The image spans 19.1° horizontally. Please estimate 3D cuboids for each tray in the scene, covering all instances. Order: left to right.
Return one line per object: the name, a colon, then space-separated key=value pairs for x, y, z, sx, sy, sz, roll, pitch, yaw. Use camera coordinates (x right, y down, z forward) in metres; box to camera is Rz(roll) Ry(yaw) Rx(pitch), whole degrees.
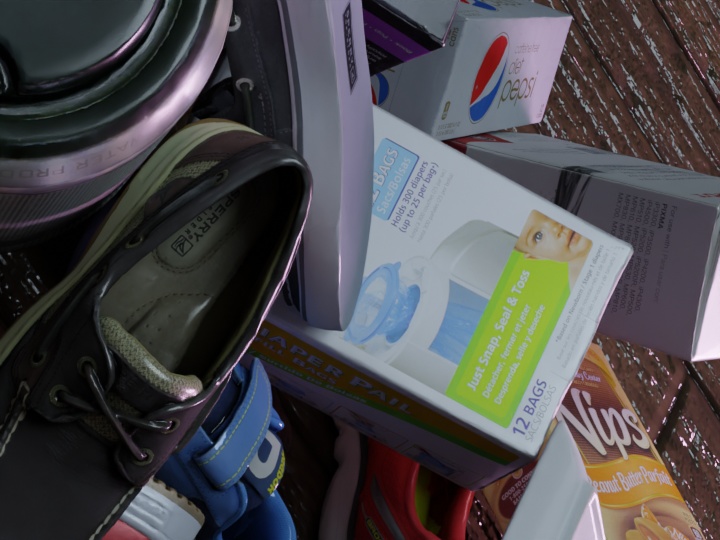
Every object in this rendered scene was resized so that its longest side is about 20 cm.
tray: x=0.093 y=0.174 z=0.928 sx=0.108 sy=0.022 sz=0.201 roll=-60 pitch=145 yaw=-45

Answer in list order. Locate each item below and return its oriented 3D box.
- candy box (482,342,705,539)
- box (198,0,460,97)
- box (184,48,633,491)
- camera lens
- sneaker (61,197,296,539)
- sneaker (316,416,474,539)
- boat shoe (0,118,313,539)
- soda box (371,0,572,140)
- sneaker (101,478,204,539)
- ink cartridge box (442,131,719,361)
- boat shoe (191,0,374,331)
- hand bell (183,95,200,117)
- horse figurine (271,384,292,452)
candy box: x=0.118 y=0.117 z=1.126 sx=0.115 sy=0.055 sz=0.201 roll=22 pitch=34 yaw=-46
box: x=-0.063 y=-0.126 z=0.933 sx=0.143 sy=0.200 sz=0.036 roll=30 pitch=70 yaw=-22
box: x=0.000 y=0.000 z=0.954 sx=0.199 sy=0.101 sz=0.113 roll=29 pitch=72 yaw=-5
camera lens: x=-0.140 y=-0.094 z=0.790 sx=0.159 sy=0.200 sz=0.161 roll=3 pitch=80 yaw=-16
sneaker: x=-0.071 y=0.052 z=0.867 sx=0.074 sy=0.082 sz=0.201 roll=-57 pitch=152 yaw=-37
sneaker: x=0.034 y=0.077 z=1.065 sx=0.077 sy=0.085 sz=0.201 roll=33 pitch=47 yaw=-40
boat shoe: x=-0.085 y=0.032 z=0.757 sx=0.073 sy=0.065 sz=0.201 roll=33 pitch=80 yaw=-22
soda box: x=0.053 y=-0.117 z=1.165 sx=0.200 sy=0.063 sz=0.068 roll=-19 pitch=128 yaw=-68
sneaker: x=-0.168 y=0.093 z=0.796 sx=0.199 sy=0.071 sz=0.113 roll=30 pitch=74 yaw=-10
ink cartridge box: x=0.133 y=-0.017 z=1.144 sx=0.146 sy=0.199 sz=0.083 roll=-1 pitch=104 yaw=-53
boat shoe: x=-0.035 y=-0.068 z=0.839 sx=0.070 sy=0.066 sz=0.201 roll=-68 pitch=157 yaw=-54
hand bell: x=-0.054 y=-0.135 z=1.088 sx=0.104 sy=0.104 sz=0.200 roll=54 pitch=48 yaw=-17
horse figurine: x=-0.024 y=-0.005 z=1.044 sx=0.132 sy=0.050 sz=0.200 roll=32 pitch=55 yaw=-2
